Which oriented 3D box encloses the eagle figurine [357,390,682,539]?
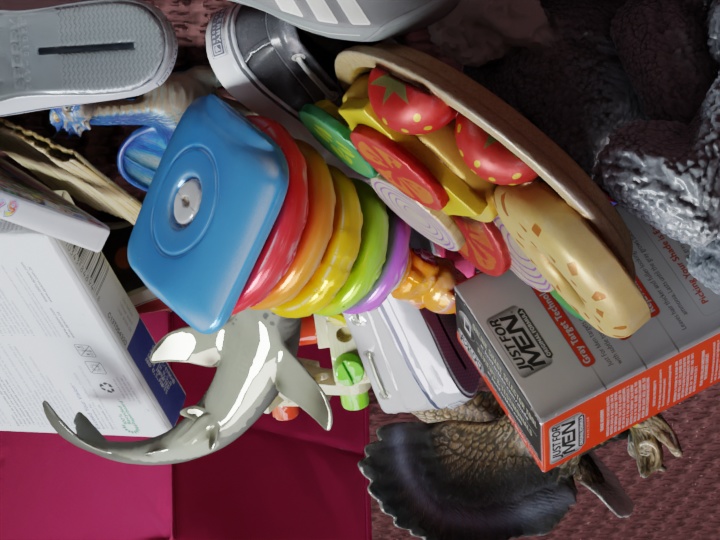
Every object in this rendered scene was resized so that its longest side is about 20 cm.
[{"bbox_3d":[0.092,0.099,1.833,0.199,0.152,0.152,-14,172,-3],"label":"eagle figurine"}]

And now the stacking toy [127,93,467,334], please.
[{"bbox_3d":[-0.015,-0.012,1.546,0.199,0.110,0.116,18,-166,-35],"label":"stacking toy"}]

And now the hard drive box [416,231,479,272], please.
[{"bbox_3d":[0.099,-0.001,1.842,0.155,0.077,0.200,-18,155,36],"label":"hard drive box"}]

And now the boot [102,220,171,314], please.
[{"bbox_3d":[-0.144,0.013,1.860,0.199,0.073,0.144,-11,161,13],"label":"boot"}]

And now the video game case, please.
[{"bbox_3d":[-0.249,-0.067,1.566,0.143,0.018,0.200,31,-173,40],"label":"video game case"}]

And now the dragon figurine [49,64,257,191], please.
[{"bbox_3d":[-0.102,-0.080,1.607,0.099,0.059,0.200,-10,156,24],"label":"dragon figurine"}]

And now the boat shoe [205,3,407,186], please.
[{"bbox_3d":[0.001,-0.101,1.558,0.068,0.072,0.200,-15,151,32],"label":"boat shoe"}]

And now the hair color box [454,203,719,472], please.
[{"bbox_3d":[0.161,0.016,1.568,0.199,0.102,0.061,-25,151,-11],"label":"hair color box"}]

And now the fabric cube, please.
[{"bbox_3d":[-0.128,0.133,2.007,0.196,0.201,0.199,-17,156,39],"label":"fabric cube"}]

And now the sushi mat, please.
[{"bbox_3d":[-0.173,-0.058,1.645,0.095,0.012,0.200,24,175,18],"label":"sushi mat"}]

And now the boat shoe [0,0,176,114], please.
[{"bbox_3d":[-0.193,-0.108,1.473,0.199,0.074,0.067,4,178,3],"label":"boat shoe"}]

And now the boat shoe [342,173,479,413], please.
[{"bbox_3d":[0.000,0.000,1.648,0.067,0.201,0.074,-18,-163,21],"label":"boat shoe"}]

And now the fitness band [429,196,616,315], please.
[{"bbox_3d":[0.123,-0.002,1.663,0.143,0.038,0.200,-19,146,11],"label":"fitness band"}]

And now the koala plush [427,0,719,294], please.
[{"bbox_3d":[0.142,-0.096,1.503,0.199,0.185,0.177,11,167,31],"label":"koala plush"}]

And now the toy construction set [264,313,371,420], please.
[{"bbox_3d":[-0.036,0.018,1.740,0.130,0.092,0.201,-8,129,-1],"label":"toy construction set"}]

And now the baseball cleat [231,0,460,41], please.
[{"bbox_3d":[-0.030,-0.160,1.373,0.199,0.070,0.106,4,160,-21],"label":"baseball cleat"}]

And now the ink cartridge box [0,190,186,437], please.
[{"bbox_3d":[-0.233,0.028,1.768,0.199,0.043,0.197,1,141,26],"label":"ink cartridge box"}]

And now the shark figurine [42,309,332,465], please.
[{"bbox_3d":[-0.081,0.067,1.689,0.214,0.128,0.089,-44,176,28],"label":"shark figurine"}]

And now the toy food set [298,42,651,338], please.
[{"bbox_3d":[0.060,-0.042,1.460,0.200,0.049,0.198,41,170,-14],"label":"toy food set"}]
